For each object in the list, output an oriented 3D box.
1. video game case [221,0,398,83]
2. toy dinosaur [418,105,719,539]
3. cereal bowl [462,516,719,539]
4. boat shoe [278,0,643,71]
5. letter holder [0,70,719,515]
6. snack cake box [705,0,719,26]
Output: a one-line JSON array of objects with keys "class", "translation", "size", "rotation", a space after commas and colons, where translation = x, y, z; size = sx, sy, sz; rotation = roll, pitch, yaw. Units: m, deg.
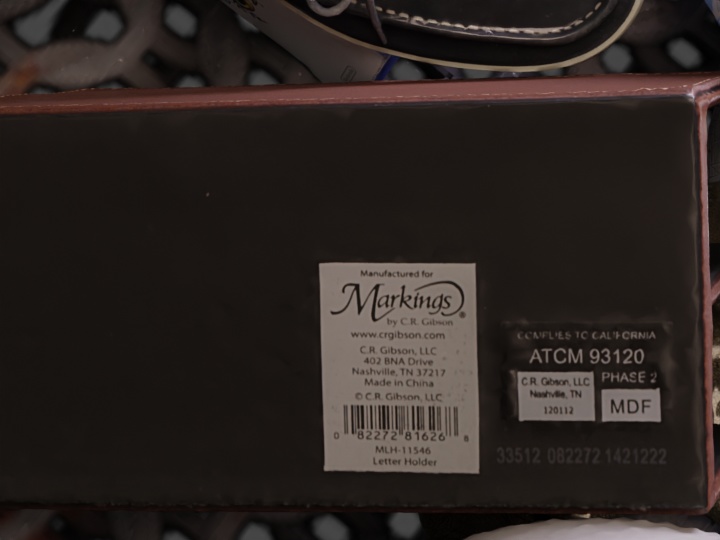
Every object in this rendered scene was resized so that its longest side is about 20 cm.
[{"class": "video game case", "translation": [-0.013, -0.182, 0.863], "size": [0.181, 0.045, 0.200], "rotation": [36, 70, 0]}, {"class": "toy dinosaur", "translation": [0.066, 0.045, 0.812], "size": [0.200, 0.077, 0.102], "rotation": [-36, 72, -13]}, {"class": "cereal bowl", "translation": [0.071, 0.139, 0.727], "size": [0.199, 0.200, 0.083], "rotation": [29, 38, -3]}, {"class": "boat shoe", "translation": [-0.011, -0.105, 0.771], "size": [0.199, 0.062, 0.075], "rotation": [24, 99, -16]}, {"class": "letter holder", "translation": [0.000, 0.000, 0.758], "size": [0.199, 0.142, 0.101], "rotation": [-1, 97, 14]}, {"class": "snack cake box", "translation": [0.156, -0.095, 0.799], "size": [0.114, 0.200, 0.068], "rotation": [10, 113, -10]}]
